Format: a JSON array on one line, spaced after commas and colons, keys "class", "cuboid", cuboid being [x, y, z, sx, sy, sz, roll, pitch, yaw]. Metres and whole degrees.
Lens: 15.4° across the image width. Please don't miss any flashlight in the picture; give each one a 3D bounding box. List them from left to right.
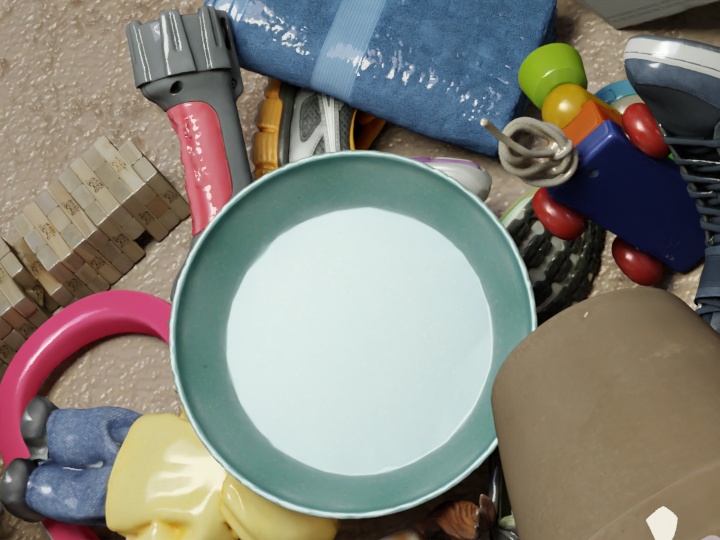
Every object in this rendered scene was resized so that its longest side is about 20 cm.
[{"class": "flashlight", "cuboid": [-0.092, -0.047, 1.510, 0.068, 0.068, 0.201, -14, 85, 12]}]

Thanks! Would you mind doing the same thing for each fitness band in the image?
[{"class": "fitness band", "cuboid": [-0.136, 0.100, 1.582, 0.144, 0.037, 0.200, -39, 55, 0]}]

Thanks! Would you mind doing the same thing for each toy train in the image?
[{"class": "toy train", "cuboid": [0.116, -0.081, 1.447, 0.085, 0.200, 0.116, -43, 44, 21]}]

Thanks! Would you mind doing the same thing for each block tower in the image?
[{"class": "block tower", "cuboid": [-0.200, 0.004, 1.652, 0.200, 0.058, 0.054, -42, 54, 0]}]

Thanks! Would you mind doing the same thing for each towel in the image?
[{"class": "towel", "cuboid": [0.012, -0.145, 1.566, 0.200, 0.049, 0.112, 21, 65, 5]}]

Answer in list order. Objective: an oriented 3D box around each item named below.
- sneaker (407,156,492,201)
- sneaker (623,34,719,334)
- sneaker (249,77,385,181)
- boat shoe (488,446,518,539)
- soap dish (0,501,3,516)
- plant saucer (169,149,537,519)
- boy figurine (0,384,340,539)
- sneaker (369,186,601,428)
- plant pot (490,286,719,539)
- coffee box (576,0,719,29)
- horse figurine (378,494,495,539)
[{"class": "sneaker", "cuboid": [0.000, 0.000, 1.537, 0.200, 0.075, 0.100, -27, 71, 32]}, {"class": "sneaker", "cuboid": [0.190, -0.023, 1.378, 0.077, 0.202, 0.147, 9, 71, 51]}, {"class": "sneaker", "cuboid": [-0.015, -0.121, 1.617, 0.077, 0.078, 0.201, 2, 68, 13]}, {"class": "boat shoe", "cuboid": [0.098, 0.142, 1.416, 0.072, 0.066, 0.201, -15, 59, 19]}, {"class": "soap dish", "cuboid": [-0.286, 0.093, 1.556, 0.081, 0.157, 0.200, -23, 83, -20]}, {"class": "plant saucer", "cuboid": [-0.003, 0.036, 1.441, 0.199, 0.036, 0.201, -1, 80, 7]}, {"class": "boy figurine", "cuboid": [-0.101, 0.115, 1.497, 0.199, 0.064, 0.125, 6, 69, 23]}, {"class": "sneaker", "cuboid": [0.054, 0.018, 1.509, 0.200, 0.077, 0.089, -50, 37, -10]}, {"class": "plant pot", "cuboid": [0.149, 0.110, 1.322, 0.200, 0.200, 0.175, -33, 57, 8]}, {"class": "coffee box", "cuboid": [0.155, -0.280, 1.481, 0.198, 0.200, 0.200, -61, 18, -13]}, {"class": "horse figurine", "cuboid": [0.013, 0.195, 1.430, 0.200, 0.050, 0.133, -54, 32, 7]}]
